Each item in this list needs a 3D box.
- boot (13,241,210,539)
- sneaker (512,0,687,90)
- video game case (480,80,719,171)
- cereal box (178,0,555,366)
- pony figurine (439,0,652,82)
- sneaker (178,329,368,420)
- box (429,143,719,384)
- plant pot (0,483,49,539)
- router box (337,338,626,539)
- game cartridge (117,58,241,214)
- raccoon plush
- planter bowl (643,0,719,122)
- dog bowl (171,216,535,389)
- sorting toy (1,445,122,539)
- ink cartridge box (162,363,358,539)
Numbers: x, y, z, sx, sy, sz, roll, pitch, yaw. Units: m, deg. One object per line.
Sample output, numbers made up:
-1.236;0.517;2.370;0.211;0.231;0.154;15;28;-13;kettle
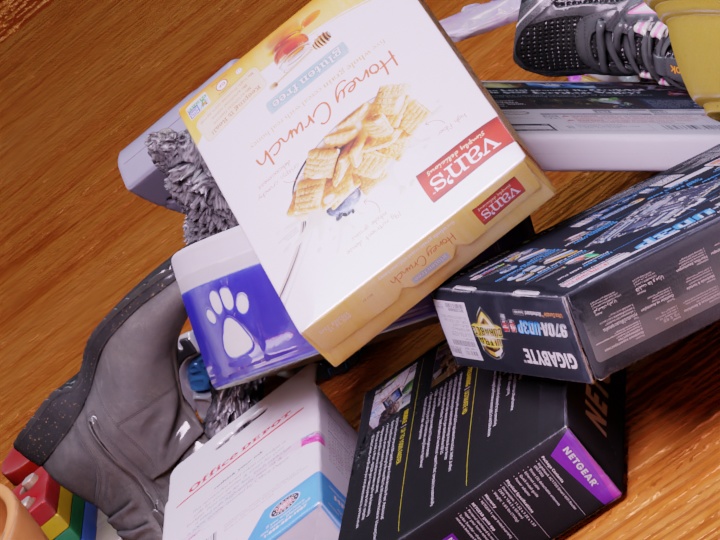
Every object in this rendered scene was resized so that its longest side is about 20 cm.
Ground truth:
-0.109;0.085;1.760;0.200;0.131;0.068;-52;-5;35;boot
0.179;-0.136;1.668;0.199;0.081;0.087;-8;38;16;sneaker
0.122;-0.079;1.627;0.199;0.024;0.182;-1;13;-10;video game case
-0.001;-0.062;1.522;0.144;0.040;0.200;-39;43;6;cereal box
0.126;-0.185;1.839;0.166;0.201;0.193;-2;4;-28;pony figurine
-0.047;0.029;1.902;0.199;0.075;0.087;-21;17;47;sneaker
0.151;-0.010;1.442;0.199;0.046;0.159;-26;11;-20;box
-0.224;0.236;1.643;0.200;0.140;0.200;-35;20;15;plant pot
0.063;0.087;1.514;0.149;0.051;0.200;-35;18;20;router box
-0.049;-0.075;1.869;0.133;0.199;0.041;-40;59;33;game cartridge
-0.076;0.005;1.762;0.096;0.134;0.201;-6;71;31;raccoon plush
0.224;-0.111;1.500;0.200;0.199;0.084;-178;98;-68;planter bowl
0.000;0.000;1.650;0.199;0.079;0.200;-17;-2;-1;dog bowl
-0.231;0.179;1.953;0.200;0.070;0.199;-40;16;10;sorting toy
-0.046;0.139;1.611;0.115;0.068;0.200;-38;17;12;ink cartridge box
